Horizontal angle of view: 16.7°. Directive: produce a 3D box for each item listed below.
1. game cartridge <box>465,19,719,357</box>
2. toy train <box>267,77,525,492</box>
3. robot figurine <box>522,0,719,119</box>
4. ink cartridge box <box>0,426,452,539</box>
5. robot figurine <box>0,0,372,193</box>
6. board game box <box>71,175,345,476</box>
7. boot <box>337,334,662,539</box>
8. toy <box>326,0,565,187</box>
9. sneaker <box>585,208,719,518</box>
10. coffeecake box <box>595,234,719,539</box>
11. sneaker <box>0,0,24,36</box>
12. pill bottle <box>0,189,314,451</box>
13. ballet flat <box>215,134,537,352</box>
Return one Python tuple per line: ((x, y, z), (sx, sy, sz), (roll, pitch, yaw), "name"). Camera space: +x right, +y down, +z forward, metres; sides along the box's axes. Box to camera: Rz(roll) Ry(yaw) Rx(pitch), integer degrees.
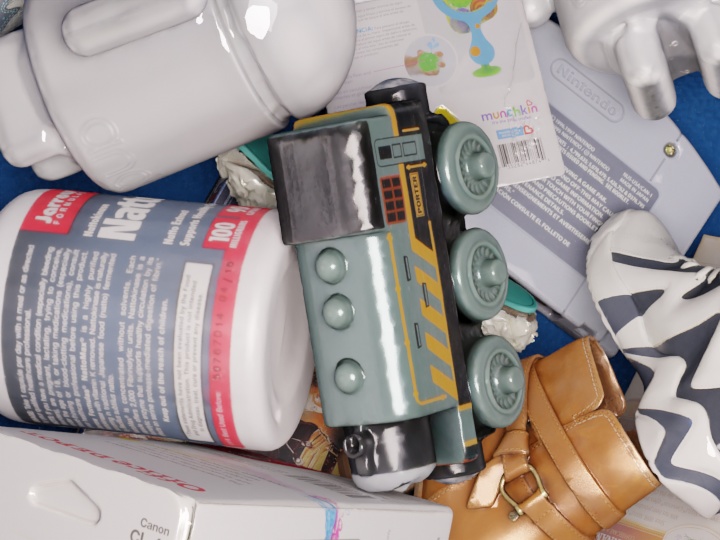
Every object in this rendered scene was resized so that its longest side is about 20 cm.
((0.097, -0.062, 1.355), (0.200, 0.042, 0.133), (37, 75, -11), "game cartridge")
((0.016, 0.008, 1.182), (0.114, 0.085, 0.201), (-12, 95, -53), "toy train")
((0.152, -0.185, 1.312), (0.169, 0.113, 0.201), (-15, 70, 5), "robot figurine")
((-0.074, 0.131, 1.148), (0.200, 0.147, 0.086), (8, 94, -52), "ink cartridge box")
((-0.087, -0.111, 1.208), (0.199, 0.170, 0.113), (-22, 81, 11), "robot figurine")
((-0.052, 0.045, 1.309), (0.135, 0.035, 0.200), (31, 80, -12), "board game box")
((0.085, 0.142, 1.239), (0.154, 0.074, 0.201), (-27, 72, 15), "boot")
((0.027, -0.128, 1.295), (0.115, 0.047, 0.201), (-11, 73, -10), "toy")
((0.194, 0.017, 1.256), (0.129, 0.199, 0.079), (-37, 121, 22), "sneaker")
((0.209, 0.091, 1.314), (0.073, 0.153, 0.201), (33, 80, -29), "coffeecake box")
((-0.123, -0.168, 1.277), (0.200, 0.078, 0.086), (-41, 102, -13), "sneaker")
((-0.129, 0.021, 1.217), (0.199, 0.120, 0.120), (5, 86, 12), "pill bottle")
((0.000, 0.000, 1.277), (0.200, 0.072, 0.072), (31, 80, -11), "ballet flat")
